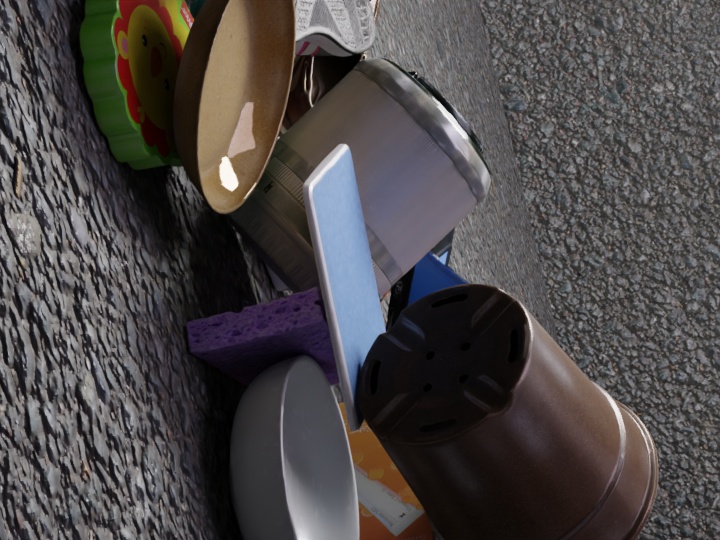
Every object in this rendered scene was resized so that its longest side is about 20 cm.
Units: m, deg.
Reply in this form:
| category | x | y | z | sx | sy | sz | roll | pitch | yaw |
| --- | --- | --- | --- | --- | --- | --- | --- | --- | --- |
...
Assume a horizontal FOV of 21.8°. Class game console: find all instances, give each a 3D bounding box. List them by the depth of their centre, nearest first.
| category | x | y | z | sx | sy | sz | roll | pitch | yaw |
| --- | --- | --- | --- | --- | --- | --- | --- | --- | --- |
| game console | 0.088 | 0.065 | 1.941 | 0.171 | 0.118 | 0.201 | -37 | 143 | -57 |

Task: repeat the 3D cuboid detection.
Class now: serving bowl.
| category | x | y | z | sx | sy | sz | roll | pitch | yaw |
| --- | --- | --- | --- | --- | --- | --- | --- | --- | --- |
| serving bowl | -0.059 | 0.170 | 1.486 | 0.200 | 0.065 | 0.201 | -10 | 90 | -75 |

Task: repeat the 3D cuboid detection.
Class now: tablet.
| category | x | y | z | sx | sy | sz | roll | pitch | yaw |
| --- | --- | --- | --- | --- | --- | --- | --- | --- | --- |
| tablet | -0.010 | 0.012 | 1.471 | 0.130 | 0.014 | 0.201 | -55 | 136 | -67 |

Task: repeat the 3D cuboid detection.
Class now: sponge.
| category | x | y | z | sx | sy | sz | roll | pitch | yaw |
| --- | --- | --- | --- | --- | --- | --- | --- | --- | --- |
| sponge | -0.055 | 0.063 | 1.527 | 0.200 | 0.111 | 0.030 | 41 | 35 | -69 |

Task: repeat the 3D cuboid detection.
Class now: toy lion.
| category | x | y | z | sx | sy | sz | roll | pitch | yaw |
| --- | --- | --- | --- | --- | --- | --- | --- | --- | --- |
| toy lion | -0.158 | -0.153 | 1.450 | 0.200 | 0.068 | 0.192 | 62 | 26 | -49 |

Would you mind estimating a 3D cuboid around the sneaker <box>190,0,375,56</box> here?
| category | x | y | z | sx | sy | sz | roll | pitch | yaw |
| --- | --- | --- | --- | --- | --- | --- | --- | --- | --- |
| sneaker | -0.081 | -0.212 | 1.647 | 0.200 | 0.120 | 0.084 | -5 | 88 | -57 |

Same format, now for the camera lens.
| category | x | y | z | sx | sy | sz | roll | pitch | yaw |
| --- | --- | --- | --- | --- | --- | --- | --- | --- | --- |
| camera lens | 0.000 | -0.069 | 1.602 | 0.160 | 0.200 | 0.160 | 46 | -5 | 5 |

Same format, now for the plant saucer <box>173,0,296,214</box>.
| category | x | y | z | sx | sy | sz | roll | pitch | yaw |
| --- | --- | --- | --- | --- | --- | --- | --- | --- | --- |
| plant saucer | -0.101 | -0.145 | 1.449 | 0.200 | 0.035 | 0.201 | 13 | 90 | -76 |

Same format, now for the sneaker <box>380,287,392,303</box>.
| category | x | y | z | sx | sy | sz | roll | pitch | yaw |
| --- | --- | --- | --- | --- | --- | --- | --- | --- | --- |
| sneaker | 0.000 | 0.000 | 1.733 | 0.080 | 0.071 | 0.201 | -104 | -144 | -71 |

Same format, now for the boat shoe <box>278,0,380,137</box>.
| category | x | y | z | sx | sy | sz | roll | pitch | yaw |
| --- | --- | --- | --- | --- | --- | --- | --- | --- | --- |
| boat shoe | -0.017 | -0.210 | 1.748 | 0.075 | 0.075 | 0.203 | 33 | 63 | -26 |

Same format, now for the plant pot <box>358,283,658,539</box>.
| category | x | y | z | sx | sy | sz | roll | pitch | yaw |
| --- | --- | --- | --- | --- | --- | --- | --- | --- | --- |
| plant pot | 0.107 | 0.128 | 1.479 | 0.198 | 0.200 | 0.201 | 51 | 27 | -41 |

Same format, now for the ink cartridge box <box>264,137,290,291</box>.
| category | x | y | z | sx | sy | sz | roll | pitch | yaw |
| --- | --- | --- | --- | --- | --- | --- | --- | --- | --- |
| ink cartridge box | -0.083 | -0.105 | 1.733 | 0.163 | 0.057 | 0.201 | -83 | 161 | -56 |

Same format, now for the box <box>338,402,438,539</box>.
| category | x | y | z | sx | sy | sz | roll | pitch | yaw |
| --- | --- | --- | --- | --- | --- | --- | --- | --- | --- |
| box | 0.021 | 0.214 | 1.667 | 0.201 | 0.124 | 0.098 | -91 | 161 | -47 |
